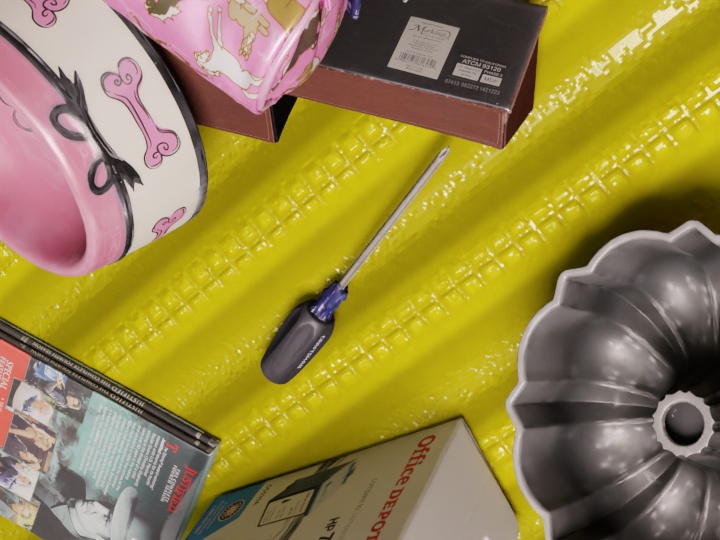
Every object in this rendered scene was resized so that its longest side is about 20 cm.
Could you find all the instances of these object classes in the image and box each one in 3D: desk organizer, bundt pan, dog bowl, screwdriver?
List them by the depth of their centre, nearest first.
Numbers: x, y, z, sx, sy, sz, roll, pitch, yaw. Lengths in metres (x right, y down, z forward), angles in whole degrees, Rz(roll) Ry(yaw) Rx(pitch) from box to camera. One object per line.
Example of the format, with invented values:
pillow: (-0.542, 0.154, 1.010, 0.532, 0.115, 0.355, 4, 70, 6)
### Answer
desk organizer: (-0.009, -0.107, 0.746, 0.198, 0.072, 0.077, 15, 148, 13)
bundt pan: (0.181, 0.078, 0.747, 0.200, 0.075, 0.205, -1, 88, 34)
dog bowl: (-0.179, -0.083, 0.781, 0.199, 0.074, 0.201, 32, 150, 21)
screwdriver: (0.000, 0.000, 0.837, 0.029, 0.028, 0.200, 23, 126, -29)

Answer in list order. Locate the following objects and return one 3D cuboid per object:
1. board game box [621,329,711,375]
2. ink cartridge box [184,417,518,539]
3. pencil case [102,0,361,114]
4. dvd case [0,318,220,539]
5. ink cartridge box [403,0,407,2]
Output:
board game box: (0.219, 0.131, 0.812, 0.156, 0.039, 0.202, -13, 109, 25)
ink cartridge box: (-0.021, 0.183, 0.865, 0.198, 0.147, 0.086, -23, 104, 28)
pencil case: (-0.096, -0.162, 0.667, 0.199, 0.083, 0.087, 37, 82, 7)
dvd case: (-0.205, 0.125, 0.978, 0.198, 0.022, 0.147, 28, 122, 7)
ink cartridge box: (0.014, -0.264, 0.644, 0.200, 0.047, 0.198, 42, 97, -6)
